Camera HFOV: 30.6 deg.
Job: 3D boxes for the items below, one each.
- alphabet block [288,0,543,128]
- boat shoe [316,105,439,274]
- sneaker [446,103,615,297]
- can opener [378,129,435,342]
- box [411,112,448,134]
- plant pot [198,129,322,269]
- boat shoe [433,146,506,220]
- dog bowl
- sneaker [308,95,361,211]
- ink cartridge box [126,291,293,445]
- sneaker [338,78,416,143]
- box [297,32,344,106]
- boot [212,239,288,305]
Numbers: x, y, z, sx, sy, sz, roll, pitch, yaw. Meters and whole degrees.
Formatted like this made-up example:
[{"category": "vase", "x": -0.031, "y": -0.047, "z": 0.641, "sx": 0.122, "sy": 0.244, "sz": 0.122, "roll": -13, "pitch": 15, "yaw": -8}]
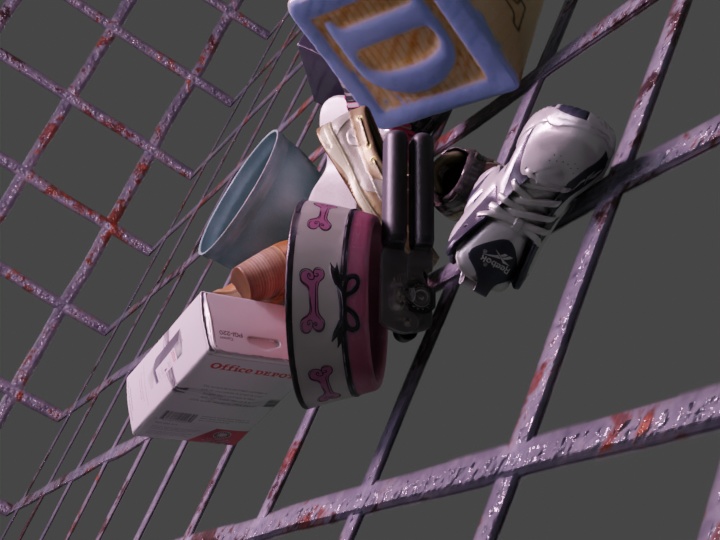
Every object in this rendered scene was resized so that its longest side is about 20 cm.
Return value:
[{"category": "alphabet block", "x": 0.069, "y": -0.306, "z": 1.440, "sx": 0.195, "sy": 0.196, "sz": 0.200, "roll": -12, "pitch": 42, "yaw": 34}, {"category": "boat shoe", "x": 0.028, "y": -0.086, "z": 1.346, "sx": 0.066, "sy": 0.200, "sz": 0.074, "roll": -36, "pitch": -20, "yaw": 9}, {"category": "sneaker", "x": 0.131, "y": -0.043, "z": 1.071, "sx": 0.199, "sy": 0.079, "sz": 0.130, "roll": -32, "pitch": 31, "yaw": 59}, {"category": "can opener", "x": 0.041, "y": -0.032, "z": 1.268, "sx": 0.067, "sy": 0.053, "sz": 0.201, "roll": 132, "pitch": 141, "yaw": -70}, {"category": "box", "x": 0.090, "y": -0.238, "z": 1.658, "sx": 0.200, "sy": 0.049, "sz": 0.160, "roll": -49, "pitch": 16, "yaw": 32}, {"category": "plant pot", "x": -0.113, "y": -0.074, "z": 1.811, "sx": 0.200, "sy": 0.134, "sz": 0.200, "roll": -53, "pitch": 16, "yaw": 22}, {"category": "boat shoe", "x": 0.099, "y": -0.092, "z": 1.295, "sx": 0.073, "sy": 0.065, "sz": 0.200, "roll": -61, "pitch": 14, "yaw": -5}, {"category": "dog bowl", "x": -0.018, "y": 0.031, "z": 1.247, "sx": 0.200, "sy": 0.074, "sz": 0.201, "roll": -2, "pitch": -90, "yaw": -82}, {"category": "sneaker", "x": -0.012, "y": -0.121, "z": 1.690, "sx": 0.088, "sy": 0.075, "sz": 0.201, "roll": -1, "pitch": -80, "yaw": -62}, {"category": "ink cartridge box", "x": -0.165, "y": 0.118, "z": 1.540, "sx": 0.200, "sy": 0.145, "sz": 0.085, "roll": -44, "pitch": 48, "yaw": 40}, {"category": "sneaker", "x": 0.007, "y": -0.175, "z": 1.592, "sx": 0.087, "sy": 0.074, "sz": 0.200, "roll": -42, "pitch": 59, "yaw": 28}, {"category": "box", "x": 0.009, "y": -0.328, "z": 1.840, "sx": 0.182, "sy": 0.104, "sz": 0.200, "roll": -62, "pitch": -12, "yaw": -12}, {"category": "boot", "x": -0.091, "y": 0.019, "z": 1.599, "sx": 0.154, "sy": 0.074, "sz": 0.200, "roll": -24, "pitch": -11, "yaw": -26}]
